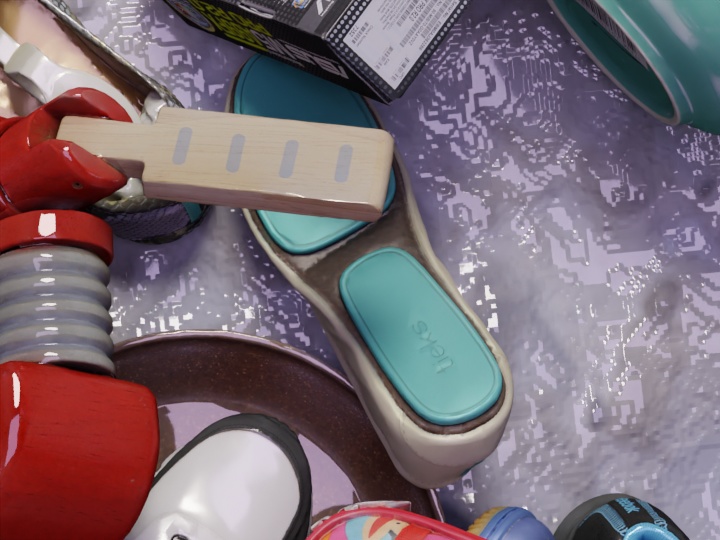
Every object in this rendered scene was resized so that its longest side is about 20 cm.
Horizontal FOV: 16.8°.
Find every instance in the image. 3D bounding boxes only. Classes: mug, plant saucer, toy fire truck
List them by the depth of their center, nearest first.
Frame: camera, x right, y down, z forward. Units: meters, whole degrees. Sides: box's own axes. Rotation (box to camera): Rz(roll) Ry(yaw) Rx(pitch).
[{"bbox_3d":[-0.095,0.015,0.868,0.128,0.200,0.176,15,60,-40],"label":"toy fire truck"},{"bbox_3d":[0.131,-0.130,0.958,0.114,0.185,0.152,-42,112,-4],"label":"mug"},{"bbox_3d":[-0.064,0.125,0.965,0.200,0.037,0.201,0,83,-3],"label":"plant saucer"}]

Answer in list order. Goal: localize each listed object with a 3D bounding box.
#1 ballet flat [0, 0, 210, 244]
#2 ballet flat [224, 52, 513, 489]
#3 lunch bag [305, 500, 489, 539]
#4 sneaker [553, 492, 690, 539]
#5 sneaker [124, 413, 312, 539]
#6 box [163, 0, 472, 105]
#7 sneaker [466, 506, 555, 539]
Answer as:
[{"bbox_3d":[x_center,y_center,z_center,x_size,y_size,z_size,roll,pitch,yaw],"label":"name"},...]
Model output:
[{"bbox_3d":[-0.139,-0.087,0.967,0.200,0.072,0.072,38,83,1],"label":"ballet flat"},{"bbox_3d":[0.000,0.000,0.962,0.069,0.070,0.200,-23,61,-5],"label":"ballet flat"},{"bbox_3d":[0.004,0.184,0.843,0.176,0.082,0.200,20,61,24],"label":"lunch bag"},{"bbox_3d":[0.124,0.186,0.946,0.073,0.082,0.200,-20,87,-8],"label":"sneaker"},{"bbox_3d":[-0.080,0.142,0.907,0.074,0.080,0.200,32,82,2],"label":"sneaker"},{"bbox_3d":[0.016,-0.170,0.942,0.044,0.160,0.200,41,81,-35],"label":"box"},{"bbox_3d":[0.070,0.193,0.933,0.088,0.075,0.201,6,93,32],"label":"sneaker"}]
